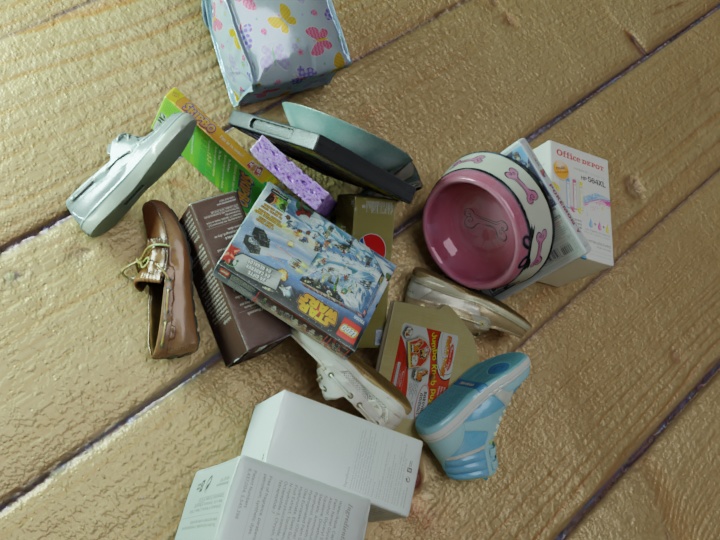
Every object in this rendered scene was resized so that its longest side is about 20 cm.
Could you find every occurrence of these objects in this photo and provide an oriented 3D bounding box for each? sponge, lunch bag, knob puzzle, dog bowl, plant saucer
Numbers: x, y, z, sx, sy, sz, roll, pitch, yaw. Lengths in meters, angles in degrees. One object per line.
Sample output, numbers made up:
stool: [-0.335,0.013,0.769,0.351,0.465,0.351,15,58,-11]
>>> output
sponge: [-0.084,-0.119,1.185,0.111,0.200,0.030,40,92,1]
lunch bag: [-0.128,-0.357,1.282,0.167,0.127,0.204,-20,92,-27]
knob puzzle: [0.095,0.146,1.260,0.216,0.030,0.225,-4,97,-36]
dog bowl: [0.173,-0.063,1.278,0.073,0.199,0.202,-29,87,-44]
plant saucer: [-0.024,-0.176,1.247,0.198,0.201,0.039,23,92,-17]

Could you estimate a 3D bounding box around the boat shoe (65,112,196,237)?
boat shoe: [-0.293,-0.135,1.129,0.071,0.070,0.201,44,91,3]

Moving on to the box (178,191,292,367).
box: [-0.167,0.012,1.158,0.074,0.100,0.203,-17,82,-28]

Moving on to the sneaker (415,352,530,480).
sneaker: [0.176,0.213,1.257,0.198,0.079,0.132,-33,107,-19]

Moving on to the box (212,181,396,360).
box: [-0.067,0.000,1.120,0.198,0.040,0.138,33,59,-6]

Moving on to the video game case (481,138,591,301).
video game case: [0.214,-0.065,1.307,0.023,0.199,0.184,-29,87,-43]

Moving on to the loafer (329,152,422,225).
loafer: [0.024,-0.095,1.302,0.063,0.072,0.200,49,58,-10]

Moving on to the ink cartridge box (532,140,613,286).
ink cartridge box: [0.301,-0.097,1.393,0.127,0.125,0.204,13,69,-28]

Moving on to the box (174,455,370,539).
box: [-0.117,0.338,1.020,0.169,0.199,0.203,24,65,-17]

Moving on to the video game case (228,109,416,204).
video game case: [-0.049,-0.150,1.178,0.199,0.179,0.026,23,90,-47]

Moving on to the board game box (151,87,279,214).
board game box: [-0.190,-0.150,1.201,0.200,0.095,0.030,44,61,-7]

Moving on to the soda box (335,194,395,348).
soda box: [0.000,0.000,1.219,0.063,0.068,0.204,3,95,-24]

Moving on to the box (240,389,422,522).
box: [-0.040,0.239,1.132,0.197,0.124,0.099,23,65,-17]

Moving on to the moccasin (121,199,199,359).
moccasin: [-0.257,0.011,1.137,0.077,0.073,0.206,-3,85,-34]

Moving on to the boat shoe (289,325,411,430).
boat shoe: [-0.027,0.138,1.154,0.199,0.071,0.070,41,98,0]

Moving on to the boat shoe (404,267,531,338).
boat shoe: [0.154,0.062,1.316,0.197,0.074,0.070,24,98,-9]
